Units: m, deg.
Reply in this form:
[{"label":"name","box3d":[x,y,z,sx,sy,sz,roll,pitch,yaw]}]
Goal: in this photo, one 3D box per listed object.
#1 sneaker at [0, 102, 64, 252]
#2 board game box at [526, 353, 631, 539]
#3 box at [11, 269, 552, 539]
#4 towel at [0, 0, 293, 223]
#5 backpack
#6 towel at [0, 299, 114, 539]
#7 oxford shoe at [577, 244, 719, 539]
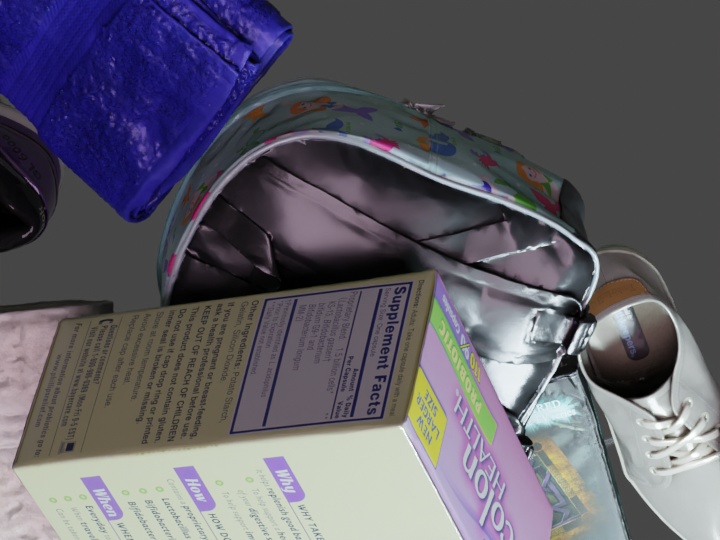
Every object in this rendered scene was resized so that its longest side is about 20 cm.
[{"label":"sneaker","box3d":[-0.245,-0.068,1.484,0.199,0.088,0.076,18,113,-7]},{"label":"board game box","box3d":[0.039,0.130,1.603,0.199,0.028,0.136,-14,113,7]},{"label":"box","box3d":[-0.033,0.103,1.413,0.199,0.097,0.176,-7,134,23]},{"label":"towel","box3d":[-0.143,-0.130,1.432,0.200,0.050,0.148,44,125,4]},{"label":"backpack","box3d":[0.000,0.000,1.479,0.199,0.151,0.178,19,113,-17]},{"label":"towel","box3d":[-0.215,0.087,1.486,0.199,0.034,0.133,-5,96,2]},{"label":"oxford shoe","box3d":[0.164,0.079,1.565,0.075,0.058,0.201,-26,113,8]}]
